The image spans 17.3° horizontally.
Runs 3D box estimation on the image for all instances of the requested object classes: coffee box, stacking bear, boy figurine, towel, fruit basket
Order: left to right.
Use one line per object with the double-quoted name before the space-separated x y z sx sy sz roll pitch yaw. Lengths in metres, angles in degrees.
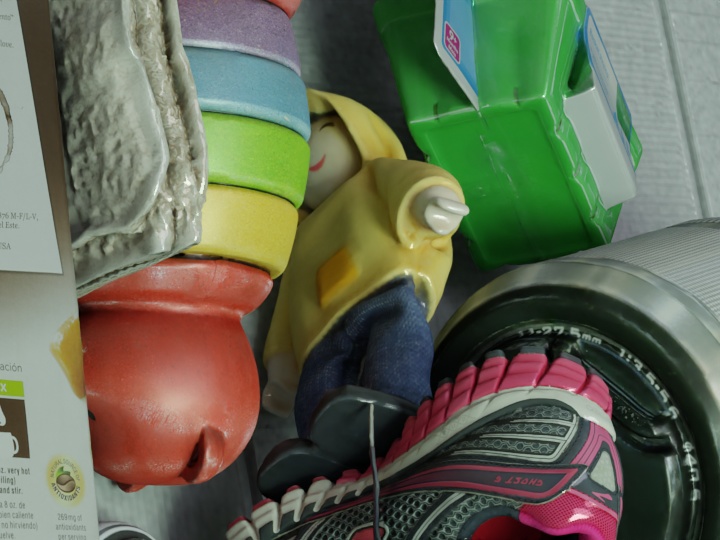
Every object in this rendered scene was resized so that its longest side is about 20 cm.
"coffee box" -0.155 0.006 0.766 0.079 0.114 0.202 8 71 -47
"towel" -0.119 -0.086 0.819 0.034 0.132 0.202 2 71 -49
"stacking bear" -0.075 -0.021 0.869 0.113 0.121 0.202 8 79 -38
"boy figurine" 0.000 0.000 0.925 0.064 0.124 0.201 24 41 -26
"fruit basket" 0.073 -0.112 1.026 0.186 0.093 0.201 61 31 -47

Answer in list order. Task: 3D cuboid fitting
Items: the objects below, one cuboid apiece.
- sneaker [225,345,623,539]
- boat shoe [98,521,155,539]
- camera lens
"sneaker" 0.010 0.109 0.839 0.080 0.200 0.075 30 33 -30
"boat shoe" -0.072 0.184 0.820 0.070 0.066 0.202 16 65 -40
"camera lens" 0.128 0.064 0.955 0.199 0.159 0.161 -14 85 -53
